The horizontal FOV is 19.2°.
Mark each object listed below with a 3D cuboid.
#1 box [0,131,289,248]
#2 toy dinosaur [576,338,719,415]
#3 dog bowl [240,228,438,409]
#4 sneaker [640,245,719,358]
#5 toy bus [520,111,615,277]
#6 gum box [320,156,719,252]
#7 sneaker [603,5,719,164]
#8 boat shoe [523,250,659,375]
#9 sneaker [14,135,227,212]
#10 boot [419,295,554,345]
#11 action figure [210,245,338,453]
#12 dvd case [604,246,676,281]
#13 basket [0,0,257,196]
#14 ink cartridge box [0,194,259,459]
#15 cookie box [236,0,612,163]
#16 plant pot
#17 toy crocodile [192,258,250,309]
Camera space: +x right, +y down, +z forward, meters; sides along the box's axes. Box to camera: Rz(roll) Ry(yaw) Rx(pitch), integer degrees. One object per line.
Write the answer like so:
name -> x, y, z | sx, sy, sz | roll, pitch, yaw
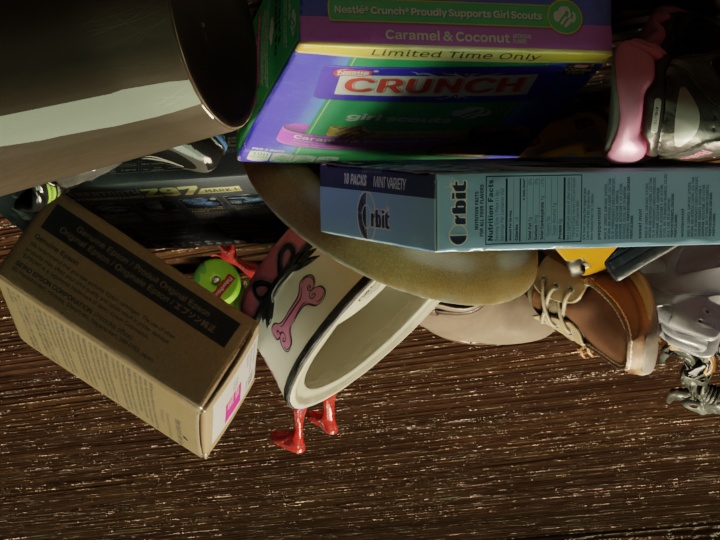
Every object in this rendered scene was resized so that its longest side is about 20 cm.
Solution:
box -> -0.144, -0.058, 1.452 | 0.200, 0.051, 0.158 | -4, 165, 12
toy dinosaur -> 0.297, 0.050, 1.868 | 0.200, 0.102, 0.136 | 8, 146, 23
dog bowl -> 0.000, 0.000, 1.467 | 0.200, 0.074, 0.200 | -41, 166, -13
sneaker -> 0.284, 0.003, 1.590 | 0.200, 0.115, 0.075 | -3, 166, 5
toy bus -> 0.155, -0.050, 1.439 | 0.065, 0.078, 0.200 | -18, 161, 13
gum box -> 0.100, -0.038, 1.169 | 0.200, 0.045, 0.170 | -1, -175, -21
sneaker -> 0.192, -0.097, 1.153 | 0.095, 0.079, 0.200 | 4, -162, 16
boat shoe -> 0.159, 0.022, 1.563 | 0.072, 0.076, 0.200 | -5, -157, -16
sneaker -> -0.184, -0.074, 1.324 | 0.199, 0.083, 0.071 | 2, 165, -13
boot -> 0.077, 0.018, 1.685 | 0.200, 0.070, 0.146 | 12, 176, -9
action figure -> -0.063, 0.036, 1.684 | 0.099, 0.200, 0.065 | 29, -139, 33
dvd case -> 0.245, -0.058, 1.298 | 0.200, 0.018, 0.143 | -31, 180, 17
basket -> -0.166, -0.109, 1.108 | 0.200, 0.136, 0.180 | -11, 179, 19
ink cartridge box -> -0.155, 0.042, 1.449 | 0.165, 0.075, 0.200 | 32, 166, 4
cookie box -> 0.029, -0.120, 1.177 | 0.171, 0.075, 0.200 | 1, 165, -12
plant pot -> 0.024, -0.050, 1.308 | 0.200, 0.200, 0.028 | 8, 123, -31
toy crocodile -> -0.078, 0.033, 1.755 | 0.200, 0.062, 0.068 | 8, 166, 4
